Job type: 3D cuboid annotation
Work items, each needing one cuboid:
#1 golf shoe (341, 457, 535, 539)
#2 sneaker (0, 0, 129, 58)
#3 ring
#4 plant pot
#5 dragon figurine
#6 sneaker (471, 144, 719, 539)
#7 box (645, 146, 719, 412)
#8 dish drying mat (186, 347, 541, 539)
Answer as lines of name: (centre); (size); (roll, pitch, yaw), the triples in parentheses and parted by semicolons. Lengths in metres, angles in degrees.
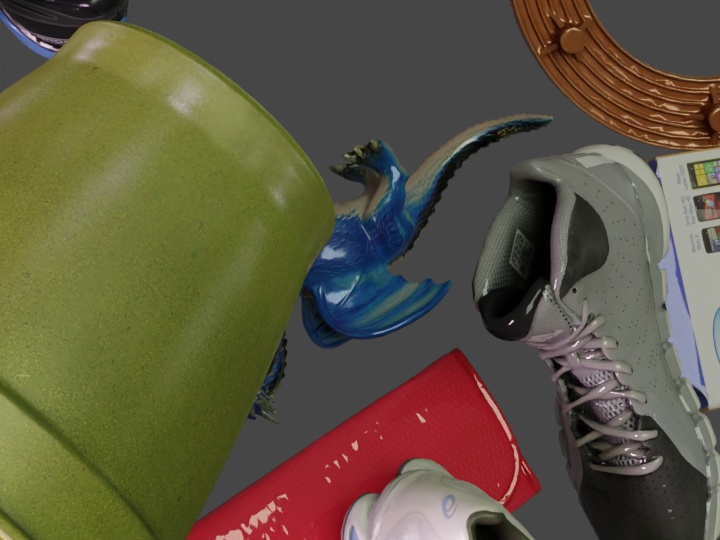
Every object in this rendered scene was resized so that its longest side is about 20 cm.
golf shoe: (0.073, 0.169, 1.010); (0.078, 0.097, 0.200); (-46, 108, -20)
sneaker: (-0.166, -0.175, 0.997); (0.200, 0.083, 0.071); (46, 69, -7)
ring: (0.164, -0.153, 1.105); (0.199, 0.019, 0.202); (-3, 104, -10)
plant pot: (-0.113, 0.015, 0.916); (0.200, 0.200, 0.193); (41, 72, -9)
dragon figurine: (0.000, 0.000, 1.040); (0.199, 0.059, 0.100); (-20, 88, -21)
sneaker: (0.092, 0.045, 1.032); (0.115, 0.075, 0.202); (-1, 78, -56)
box: (0.210, -0.003, 1.129); (0.199, 0.041, 0.120); (-9, 84, -19)
dish drying mat: (-0.014, 0.116, 1.036); (0.199, 0.018, 0.077); (-32, 92, -22)
